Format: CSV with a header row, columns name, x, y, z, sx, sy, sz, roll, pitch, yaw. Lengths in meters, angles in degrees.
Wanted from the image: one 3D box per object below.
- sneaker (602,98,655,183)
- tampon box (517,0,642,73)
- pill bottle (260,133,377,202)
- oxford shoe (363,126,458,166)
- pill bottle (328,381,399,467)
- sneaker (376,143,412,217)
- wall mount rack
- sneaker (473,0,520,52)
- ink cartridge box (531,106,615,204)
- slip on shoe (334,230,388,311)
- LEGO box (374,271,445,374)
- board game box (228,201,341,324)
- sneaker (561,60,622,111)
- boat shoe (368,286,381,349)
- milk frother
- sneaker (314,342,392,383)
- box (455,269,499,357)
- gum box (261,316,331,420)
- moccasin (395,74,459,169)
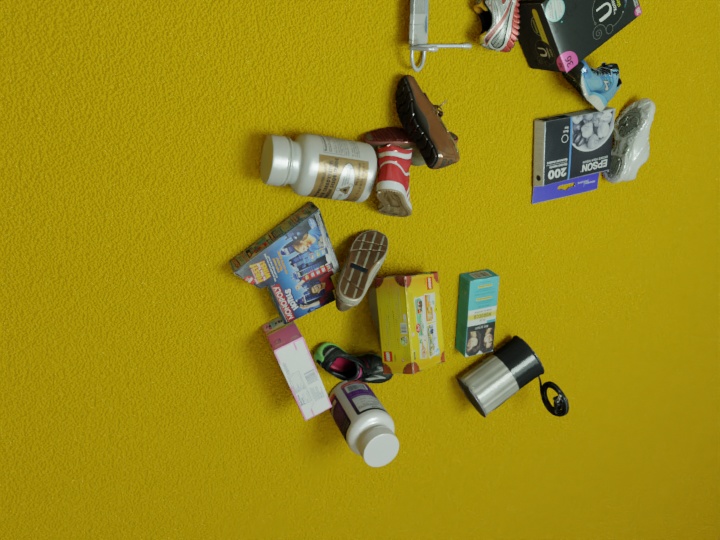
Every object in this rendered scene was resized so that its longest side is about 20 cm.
name,x,y,z,sx,sy,sz,roll,pitch,yaw
sneaker,0.648,-0.304,1.424,0.099,0.078,0.201,-2,120,-30
tampon box,0.422,-0.519,1.199,0.200,0.126,0.150,-39,120,-4
pill bottle,-0.079,-0.194,1.125,0.198,0.114,0.115,4,109,-24
oxford shoe,0.099,-0.241,1.211,0.198,0.071,0.075,0,128,-15
pill bottle,0.008,0.336,1.331,0.110,0.200,0.112,-8,115,-19
sneaker,0.069,-0.177,1.189,0.071,0.200,0.114,3,80,6
wall mount rack,0.150,-0.481,1.135,0.174,0.074,0.202,-34,131,-52
sneaker,0.263,-0.526,1.152,0.081,0.078,0.202,1,99,-11
ink cartridge box,0.488,-0.260,1.384,0.197,0.043,0.202,-15,117,-18
slip on shoe,0.000,0.000,1.231,0.076,0.201,0.061,23,142,-2
LEGO box,0.108,0.107,1.275,0.148,0.077,0.202,-5,90,-56
board game box,-0.148,-0.004,1.205,0.199,0.062,0.201,-24,118,-11
sneaker,0.494,-0.410,1.270,0.090,0.079,0.199,-46,153,26
boat shoe,0.068,0.113,1.342,0.062,0.071,0.201,-25,120,-19
milk frother,0.376,0.301,1.478,0.187,0.200,0.181,-35,124,-6
sneaker,-0.010,0.223,1.342,0.199,0.084,0.077,17,110,-27
box,0.277,0.103,1.438,0.082,0.049,0.202,-9,114,-19
gum box,-0.132,0.206,1.267,0.066,0.114,0.201,-25,118,-12
moccasin,0.129,-0.288,1.151,0.077,0.202,0.074,-15,155,-29
